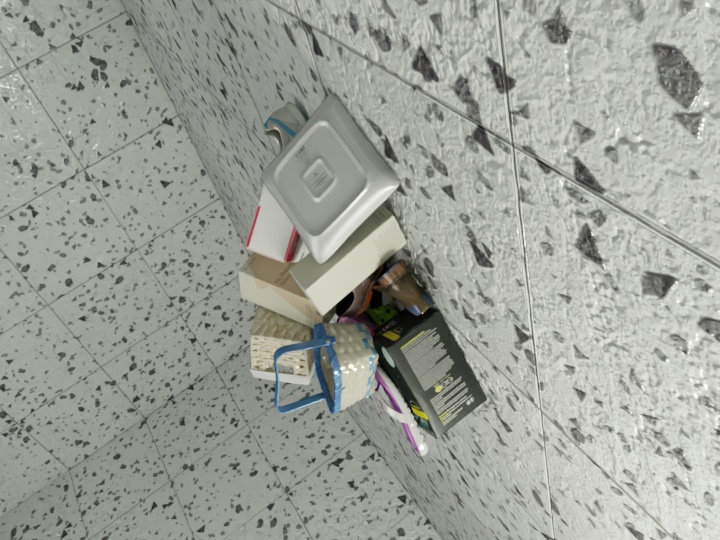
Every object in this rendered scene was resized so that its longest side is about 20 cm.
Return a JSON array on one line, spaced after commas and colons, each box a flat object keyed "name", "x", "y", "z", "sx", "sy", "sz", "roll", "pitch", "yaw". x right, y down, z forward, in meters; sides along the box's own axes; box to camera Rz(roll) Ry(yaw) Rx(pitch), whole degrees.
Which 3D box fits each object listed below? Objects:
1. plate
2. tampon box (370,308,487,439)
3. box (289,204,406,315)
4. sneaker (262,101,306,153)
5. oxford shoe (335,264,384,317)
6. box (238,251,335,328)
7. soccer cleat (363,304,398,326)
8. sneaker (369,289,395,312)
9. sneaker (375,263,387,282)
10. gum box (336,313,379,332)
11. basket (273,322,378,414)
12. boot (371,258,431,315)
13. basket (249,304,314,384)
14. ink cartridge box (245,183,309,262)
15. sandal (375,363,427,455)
[{"name": "plate", "x": -0.062, "y": -0.150, "z": 1.085, "sx": 0.202, "sy": 0.199, "sz": 0.032, "roll": 54, "pitch": -156, "yaw": 16}, {"name": "tampon box", "x": 0.122, "y": 0.188, "z": 1.280, "sx": 0.203, "sy": 0.125, "sz": 0.150, "roll": 60, "pitch": 167, "yaw": -10}, {"name": "box", "x": -0.020, "y": -0.024, "z": 1.147, "sx": 0.068, "sy": 0.199, "sz": 0.083, "roll": 45, "pitch": 171, "yaw": 42}, {"name": "sneaker", "x": -0.111, "y": -0.226, "z": 1.301, "sx": 0.201, "sy": 0.080, "sz": 0.076, "roll": 52, "pitch": 166, "yaw": -2}, {"name": "oxford shoe", "x": -0.003, "y": 0.001, "z": 1.277, "sx": 0.070, "sy": 0.072, "sz": 0.205, "roll": 24, "pitch": 115, "yaw": 28}, {"name": "box", "x": -0.140, "y": 0.034, "z": 1.336, "sx": 0.196, "sy": 0.096, "sz": 0.079, "roll": 20, "pitch": 137, "yaw": 15}, {"name": "soccer cleat", "x": 0.013, "y": 0.064, "z": 1.482, "sx": 0.200, "sy": 0.068, "sz": 0.081, "roll": 44, "pitch": 174, "yaw": -7}, {"name": "sneaker", "x": 0.000, "y": 0.000, "z": 1.402, "sx": 0.201, "sy": 0.082, "sz": 0.072, "roll": 52, "pitch": 166, "yaw": 24}, {"name": "sneaker", "x": -0.012, "y": -0.059, "z": 1.342, "sx": 0.202, "sy": 0.069, "sz": 0.078, "roll": 54, "pitch": 174, "yaw": 21}, {"name": "gum box", "x": 0.006, "y": 0.137, "z": 1.508, "sx": 0.112, "sy": 0.067, "sz": 0.200, "roll": 29, "pitch": -171, "yaw": -6}, {"name": "basket", "x": -0.071, "y": 0.192, "z": 1.264, "sx": 0.140, "sy": 0.195, "sz": 0.179, "roll": 57, "pitch": 151, "yaw": 38}, {"name": "boot", "x": 0.076, "y": 0.041, "z": 1.223, "sx": 0.097, "sy": 0.074, "sz": 0.200, "roll": 50, "pitch": 178, "yaw": 2}, {"name": "basket", "x": -0.151, "y": 0.116, "z": 1.397, "sx": 0.125, "sy": 0.132, "sz": 0.203, "roll": 93, "pitch": -174, "yaw": -45}, {"name": "ink cartridge box", "x": -0.132, "y": -0.098, "z": 1.253, "sx": 0.082, "sy": 0.148, "sz": 0.200, "roll": 19, "pitch": -176, "yaw": 7}, {"name": "sandal", "x": 0.065, "y": 0.273, "z": 1.293, "sx": 0.205, "sy": 0.049, "sz": 0.083, "roll": 58, "pitch": 167, "yaw": 12}]
